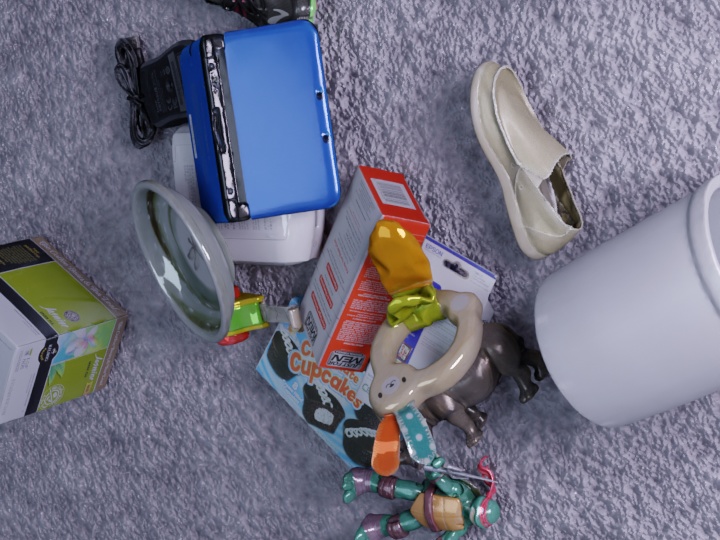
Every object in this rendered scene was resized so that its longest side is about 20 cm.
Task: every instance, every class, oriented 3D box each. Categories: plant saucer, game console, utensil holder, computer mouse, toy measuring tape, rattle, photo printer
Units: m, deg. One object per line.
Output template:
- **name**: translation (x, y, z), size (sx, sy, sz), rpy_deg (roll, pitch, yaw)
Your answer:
- **plant saucer**: translation (-0.191, -0.017, 1.434), size (0.200, 0.050, 0.202), rpy_deg (44, 149, 34)
- **game console**: translation (-0.114, -0.160, 1.386), size (0.170, 0.117, 0.203), rpy_deg (-176, 78, -69)
- **utensil holder**: translation (0.277, 0.035, 1.117), size (0.199, 0.169, 0.172), rpy_deg (-32, 82, 40)
- **computer mouse**: translation (-0.222, -0.229, 1.522), size (0.198, 0.052, 0.141), rpy_deg (-4, 97, 49)
- **toy measuring tape**: translation (-0.142, 0.056, 1.482), size (0.199, 0.073, 0.075), rpy_deg (6, 107, 59)
- **rattle**: translation (0.037, 0.077, 1.231), size (0.129, 0.201, 0.144), rpy_deg (16, 149, 27)
- **photo printer**: translation (-0.126, -0.090, 1.464), size (0.198, 0.069, 0.169), rpy_deg (2, 101, 37)

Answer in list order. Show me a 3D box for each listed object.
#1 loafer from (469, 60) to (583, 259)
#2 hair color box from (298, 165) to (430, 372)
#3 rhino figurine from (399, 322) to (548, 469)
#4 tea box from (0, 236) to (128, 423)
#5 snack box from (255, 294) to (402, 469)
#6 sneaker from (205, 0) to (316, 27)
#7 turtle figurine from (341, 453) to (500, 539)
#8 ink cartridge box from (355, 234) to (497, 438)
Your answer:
- **loafer**: translation (0.168, -0.113, 1.229), size (0.068, 0.075, 0.203), rpy_deg (-14, 102, 38)
- **hair color box**: translation (0.000, 0.000, 1.369), size (0.202, 0.060, 0.102), rpy_deg (-65, 29, 29)
- **rhino figurine**: translation (0.097, 0.134, 1.295), size (0.199, 0.060, 0.088), rpy_deg (-40, 96, 8)
- **tea box**: translation (-0.456, 0.075, 1.685), size (0.199, 0.196, 0.135), rpy_deg (38, 121, 25)
- **snack box**: translation (-0.028, 0.136, 1.466), size (0.200, 0.037, 0.117), rpy_deg (43, 123, 22)
- **sneaker**: translation (-0.131, -0.308, 1.403), size (0.198, 0.083, 0.078), rpy_deg (28, 118, 30)
- **turtle figurine**: translation (0.079, 0.266, 1.376), size (0.198, 0.100, 0.152), rpy_deg (-3, 93, 35)
- **ink cartridge box**: translation (0.076, 0.072, 1.351), size (0.099, 0.039, 0.202), rpy_deg (32, 107, 27)
